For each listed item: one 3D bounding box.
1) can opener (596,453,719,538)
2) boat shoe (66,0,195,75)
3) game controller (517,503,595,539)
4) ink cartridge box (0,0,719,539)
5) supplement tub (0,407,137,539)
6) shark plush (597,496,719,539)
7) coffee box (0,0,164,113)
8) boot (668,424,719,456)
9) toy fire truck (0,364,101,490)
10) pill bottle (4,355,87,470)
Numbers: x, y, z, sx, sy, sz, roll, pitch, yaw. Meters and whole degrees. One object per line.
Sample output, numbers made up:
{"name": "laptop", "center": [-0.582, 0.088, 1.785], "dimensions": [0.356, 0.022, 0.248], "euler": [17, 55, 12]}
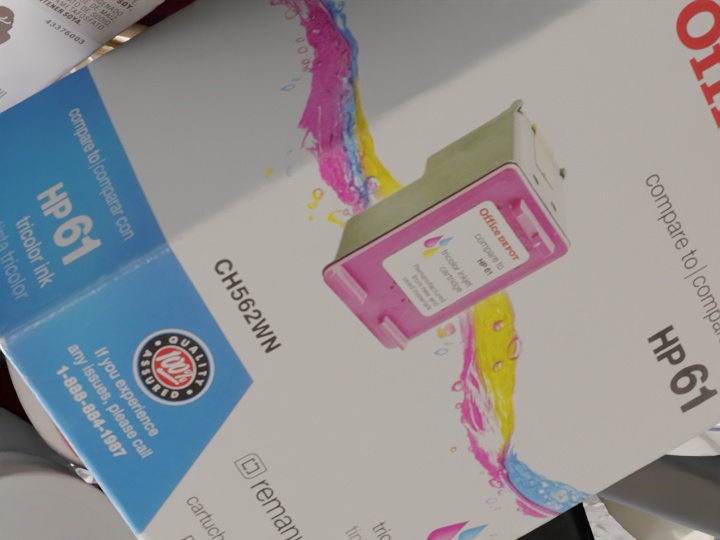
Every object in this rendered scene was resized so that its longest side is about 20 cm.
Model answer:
{"name": "can opener", "center": [0.164, 0.071, 0.957], "dimensions": [0.199, 0.053, 0.067], "euler": [16, 119, -16]}
{"name": "boat shoe", "center": [-0.011, -0.079, 0.783], "dimensions": [0.199, 0.074, 0.069], "euler": [-5, 150, 23]}
{"name": "game controller", "center": [0.027, 0.096, 0.976], "dimensions": [0.104, 0.042, 0.200], "euler": [-7, 155, 8]}
{"name": "ink cartridge box", "center": [0.018, -0.009, 0.710], "dimensions": [0.200, 0.085, 0.145], "euler": [-31, 129, 0]}
{"name": "supplement tub", "center": [-0.175, 0.100, 0.936], "dimensions": [0.200, 0.145, 0.144], "euler": [16, 159, 45]}
{"name": "shark plush", "center": [0.178, 0.092, 1.009], "dimensions": [0.199, 0.091, 0.084], "euler": [12, 117, 4]}
{"name": "coffee box", "center": [-0.058, -0.129, 0.682], "dimensions": [0.080, 0.115, 0.200], "euler": [32, 140, -26]}
{"name": "boot", "center": [0.150, 0.004, 0.884], "dimensions": [0.199, 0.073, 0.091], "euler": [-3, 139, 4]}
{"name": "toy fire truck", "center": [-0.070, 0.085, 1.073], "dimensions": [0.199, 0.049, 0.141], "euler": [-3, 147, 19]}
{"name": "pill bottle", "center": [0.000, 0.000, 0.864], "dimensions": [0.199, 0.114, 0.114], "euler": [-5, 145, 21]}
